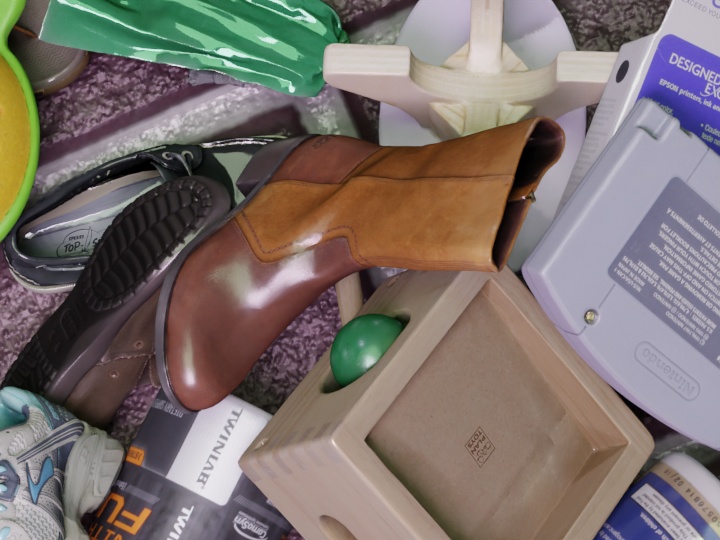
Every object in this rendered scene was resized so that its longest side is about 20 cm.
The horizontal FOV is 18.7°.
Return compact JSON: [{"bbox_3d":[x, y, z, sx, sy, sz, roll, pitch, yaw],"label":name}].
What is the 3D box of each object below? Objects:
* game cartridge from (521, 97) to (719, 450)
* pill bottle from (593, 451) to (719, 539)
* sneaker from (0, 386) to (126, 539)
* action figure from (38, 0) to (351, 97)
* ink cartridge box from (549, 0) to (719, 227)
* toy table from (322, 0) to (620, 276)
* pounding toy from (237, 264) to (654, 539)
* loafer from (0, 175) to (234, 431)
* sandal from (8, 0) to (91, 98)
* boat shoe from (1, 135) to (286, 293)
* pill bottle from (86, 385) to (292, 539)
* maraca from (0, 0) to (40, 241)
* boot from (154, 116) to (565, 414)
[{"bbox_3d":[0.185,0.016,1.202,0.200,0.042,0.133,38,89,-25],"label":"game cartridge"},{"bbox_3d":[0.137,0.204,1.224,0.200,0.111,0.111,-39,78,-6],"label":"pill bottle"},{"bbox_3d":[-0.193,0.133,1.179,0.086,0.200,0.078,40,110,-15],"label":"sneaker"},{"bbox_3d":[-0.085,-0.153,1.344,0.199,0.055,0.119,20,70,-1],"label":"action figure"},{"bbox_3d":[0.217,-0.049,1.243,0.197,0.043,0.201,22,93,-24],"label":"ink cartridge box"},{"bbox_3d":[0.074,-0.101,1.294,0.183,0.117,0.201,-9,76,2],"label":"toy table"},{"bbox_3d":[0.032,0.080,1.222,0.200,0.142,0.184,49,58,-14],"label":"pounding toy"},{"bbox_3d":[-0.133,0.028,1.286,0.200,0.071,0.073,-47,38,18],"label":"loafer"},{"bbox_3d":[-0.254,-0.182,1.364,0.082,0.055,0.200,-42,78,-6],"label":"sandal"},{"bbox_3d":[-0.123,-0.040,1.318,0.198,0.066,0.075,-13,77,1],"label":"boat shoe"},{"bbox_3d":[-0.108,0.169,1.250,0.106,0.106,0.201,25,80,9],"label":"pill bottle"},{"bbox_3d":[-0.257,-0.095,1.302,0.136,0.107,0.201,-2,77,6],"label":"maraca"},{"bbox_3d":[0.000,0.000,1.168,0.199,0.069,0.189,0,44,40],"label":"boot"}]
